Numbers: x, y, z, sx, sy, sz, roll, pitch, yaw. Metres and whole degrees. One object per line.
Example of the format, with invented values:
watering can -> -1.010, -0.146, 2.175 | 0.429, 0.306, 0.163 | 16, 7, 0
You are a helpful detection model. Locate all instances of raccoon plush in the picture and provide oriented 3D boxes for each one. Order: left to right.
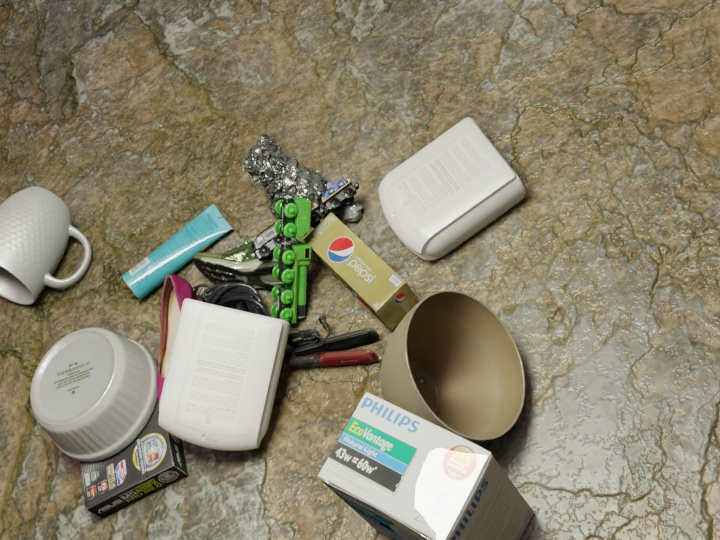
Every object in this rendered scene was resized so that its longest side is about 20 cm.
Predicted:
raccoon plush -> -0.096, -0.154, 1.713 | 0.197, 0.134, 0.098 | 4, 61, 28

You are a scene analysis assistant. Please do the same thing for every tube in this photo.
tube -> -0.312, -0.032, 1.806 | 0.199, 0.051, 0.078 | -39, 56, -6

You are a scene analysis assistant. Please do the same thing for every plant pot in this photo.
plant pot -> 0.102, 0.146, 1.417 | 0.134, 0.198, 0.203 | -35, 42, 47

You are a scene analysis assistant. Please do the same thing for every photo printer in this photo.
photo printer -> -0.202, 0.158, 1.558 | 0.163, 0.069, 0.204 | 11, 82, 4
photo printer -> 0.131, -0.119, 1.622 | 0.199, 0.070, 0.167 | -36, 52, 3

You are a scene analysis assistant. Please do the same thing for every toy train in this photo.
toy train -> -0.103, -0.015, 1.624 | 0.042, 0.056, 0.204 | 21, 113, 52
toy train -> -0.087, -0.085, 1.663 | 0.199, 0.034, 0.046 | -35, 73, -10

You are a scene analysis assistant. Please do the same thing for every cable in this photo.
cable -> -0.225, 0.116, 1.674 | 0.161, 0.051, 0.203 | 10, 69, 22

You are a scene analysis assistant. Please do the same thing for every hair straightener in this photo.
hair straightener -> -0.062, 0.110, 1.603 | 0.197, 0.041, 0.078 | -11, 56, 25

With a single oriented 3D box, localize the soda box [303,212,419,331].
soda box -> 0.000, 0.000, 1.614 | 0.064, 0.068, 0.200 | -43, 52, -4

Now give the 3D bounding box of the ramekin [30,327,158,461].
ramekin -> -0.416, 0.182, 1.635 | 0.199, 0.094, 0.205 | -13, 56, 19

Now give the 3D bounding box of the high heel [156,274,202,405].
high heel -> -0.287, 0.110, 1.613 | 0.066, 0.096, 0.203 | 5, 68, 23

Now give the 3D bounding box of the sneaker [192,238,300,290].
sneaker -> -0.176, -0.019, 1.721 | 0.197, 0.077, 0.090 | 4, 52, 20

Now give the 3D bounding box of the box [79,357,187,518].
box -> -0.360, 0.257, 1.649 | 0.158, 0.044, 0.202 | -27, 52, 10

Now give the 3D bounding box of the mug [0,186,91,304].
mug -> -0.576, -0.043, 1.894 | 0.197, 0.148, 0.177 | 25, 62, 4

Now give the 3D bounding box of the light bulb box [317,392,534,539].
light bulb box -> 0.084, 0.277, 1.317 | 0.196, 0.200, 0.126 | 21, 71, 35
